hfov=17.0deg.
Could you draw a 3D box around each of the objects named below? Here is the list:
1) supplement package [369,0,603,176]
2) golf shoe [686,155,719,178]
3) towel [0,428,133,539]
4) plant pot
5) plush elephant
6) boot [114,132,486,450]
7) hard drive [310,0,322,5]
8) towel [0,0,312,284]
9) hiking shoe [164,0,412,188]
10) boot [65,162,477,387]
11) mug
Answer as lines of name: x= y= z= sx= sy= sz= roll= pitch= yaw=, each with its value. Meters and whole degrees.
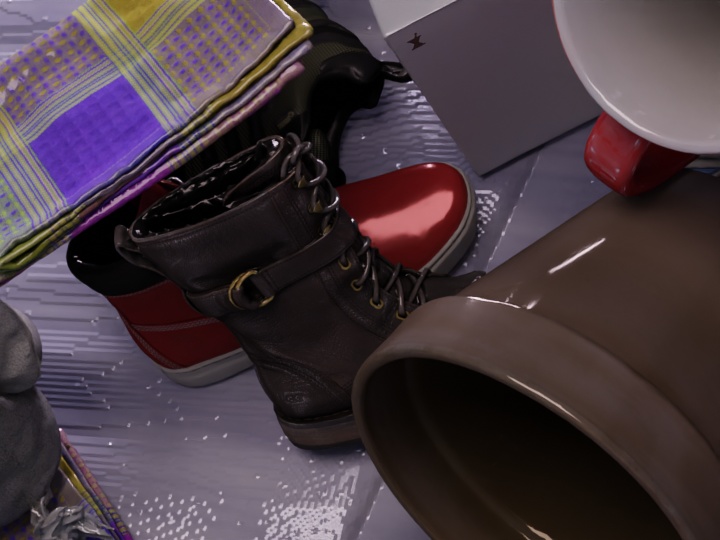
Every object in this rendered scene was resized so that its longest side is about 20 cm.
supplement package: x=0.092 y=-0.199 z=1.278 sx=0.191 sy=0.147 sz=0.201 roll=-25 pitch=56 yaw=9
golf shoe: x=0.214 y=-0.090 z=1.195 sx=0.199 sy=0.097 sz=0.079 roll=-6 pitch=59 yaw=20
towel: x=-0.177 y=0.184 z=1.264 sx=0.143 sy=0.023 sz=0.200 roll=-39 pitch=54 yaw=-1
plant pot: x=0.124 y=0.052 z=1.118 sx=0.199 sy=0.201 sz=0.174 roll=23 pitch=57 yaw=32
plush elephant: x=-0.231 y=0.075 z=1.238 sx=0.200 sy=0.155 sz=0.165 roll=29 pitch=76 yaw=33
boot: x=0.000 y=0.000 z=1.187 sx=0.199 sy=0.174 sz=0.069 roll=-23 pitch=38 yaw=12
hard drive: x=-0.085 y=-0.141 z=1.334 sx=0.025 sy=0.132 sz=0.200 roll=36 pitch=81 yaw=28
towel: x=-0.128 y=-0.091 z=1.208 sx=0.200 sy=0.023 sz=0.144 roll=-36 pitch=46 yaw=-1
hiking shoe: x=-0.062 y=-0.058 z=1.313 sx=0.100 sy=0.076 sz=0.200 roll=30 pitch=77 yaw=37
boot: x=-0.045 y=-0.022 z=1.244 sx=0.199 sy=0.144 sz=0.073 roll=-25 pitch=54 yaw=8
mug: x=0.177 y=-0.131 z=1.081 sx=0.177 sy=0.200 sz=0.134 roll=-26 pitch=89 yaw=39
